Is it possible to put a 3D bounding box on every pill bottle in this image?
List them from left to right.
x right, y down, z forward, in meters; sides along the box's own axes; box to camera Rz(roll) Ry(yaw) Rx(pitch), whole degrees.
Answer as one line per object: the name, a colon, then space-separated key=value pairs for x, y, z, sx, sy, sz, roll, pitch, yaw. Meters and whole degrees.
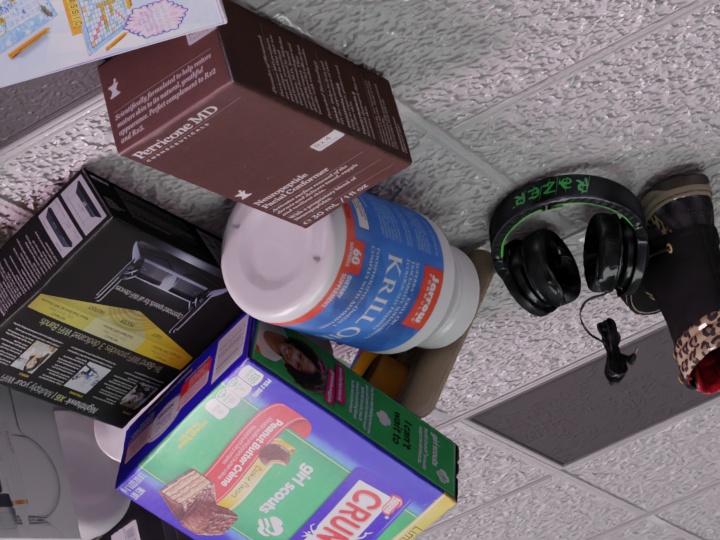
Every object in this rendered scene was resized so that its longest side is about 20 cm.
pill bottle: x=-0.290 y=0.209 z=1.904 sx=0.112 sy=0.113 sz=0.200 roll=8 pitch=145 yaw=-41
pill bottle: x=0.000 y=0.000 z=1.655 sx=0.112 sy=0.113 sz=0.199 roll=-31 pitch=151 yaw=29

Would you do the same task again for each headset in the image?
headset: x=0.175 y=0.006 z=1.782 sx=0.123 sy=0.094 sz=0.200 roll=-14 pitch=142 yaw=13

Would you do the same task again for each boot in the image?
boot: x=0.263 y=0.029 z=1.827 sx=0.073 sy=0.151 sz=0.200 roll=-10 pitch=154 yaw=-13

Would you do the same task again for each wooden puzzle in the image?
wooden puzzle: x=0.019 y=0.084 z=1.810 sx=0.046 sy=0.186 sz=0.200 roll=35 pitch=140 yaw=-9

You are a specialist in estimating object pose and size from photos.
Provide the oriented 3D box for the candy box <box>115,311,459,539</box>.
candy box: x=-0.053 y=0.146 z=1.675 sx=0.199 sy=0.077 sz=0.169 roll=34 pitch=122 yaw=-20

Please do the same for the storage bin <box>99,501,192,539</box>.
storage bin: x=-0.181 y=0.251 z=2.026 sx=0.093 sy=0.136 sz=0.200 roll=11 pitch=143 yaw=-45

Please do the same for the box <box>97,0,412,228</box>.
box: x=-0.065 y=-0.100 z=1.459 sx=0.100 sy=0.075 sz=0.199 roll=-30 pitch=150 yaw=27

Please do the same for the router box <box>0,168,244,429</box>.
router box: x=-0.184 y=0.025 z=1.611 sx=0.157 sy=0.052 sz=0.200 roll=-43 pitch=148 yaw=12

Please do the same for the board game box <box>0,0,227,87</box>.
board game box: x=-0.188 y=-0.178 z=1.260 sx=0.198 sy=0.041 sz=0.200 roll=-16 pitch=155 yaw=-1

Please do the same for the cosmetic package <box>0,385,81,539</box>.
cosmetic package: x=-0.307 y=0.132 z=1.599 sx=0.199 sy=0.152 sz=0.052 roll=5 pitch=145 yaw=-39

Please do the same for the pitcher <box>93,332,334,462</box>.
pitcher: x=-0.092 y=0.111 z=1.793 sx=0.171 sy=0.122 sz=0.200 roll=32 pitch=137 yaw=-23
